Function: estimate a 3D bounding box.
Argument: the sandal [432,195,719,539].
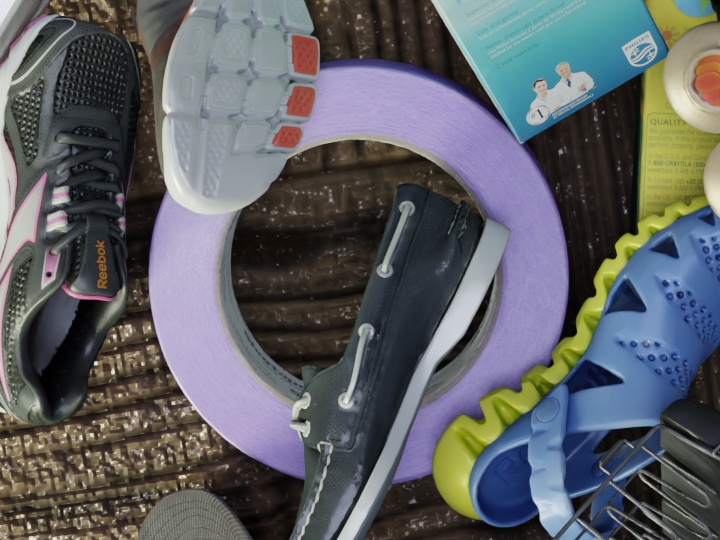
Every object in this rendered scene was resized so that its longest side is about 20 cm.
[{"bbox_3d":[0.126,0.054,1.353,0.079,0.087,0.200,35,97,-38],"label":"sandal"}]

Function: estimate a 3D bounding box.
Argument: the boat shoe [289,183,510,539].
[{"bbox_3d":[0.001,0.057,1.345,0.060,0.076,0.201,26,76,0],"label":"boat shoe"}]

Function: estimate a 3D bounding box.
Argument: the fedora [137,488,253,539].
[{"bbox_3d":[-0.042,0.205,1.412,0.090,0.177,0.201,2,75,-29],"label":"fedora"}]

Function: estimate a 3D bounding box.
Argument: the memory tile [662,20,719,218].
[{"bbox_3d":[0.231,-0.034,1.297,0.153,0.017,0.201,-20,99,18],"label":"memory tile"}]

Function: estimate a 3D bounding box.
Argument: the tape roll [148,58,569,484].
[{"bbox_3d":[0.000,0.000,1.414,0.199,0.066,0.201,0,98,2],"label":"tape roll"}]

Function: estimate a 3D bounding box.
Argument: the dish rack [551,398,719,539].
[{"bbox_3d":[0.104,0.159,1.298,0.054,0.154,0.200,33,64,28],"label":"dish rack"}]

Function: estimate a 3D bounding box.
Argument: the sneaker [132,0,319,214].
[{"bbox_3d":[-0.069,-0.112,1.374,0.077,0.082,0.201,19,63,-28],"label":"sneaker"}]

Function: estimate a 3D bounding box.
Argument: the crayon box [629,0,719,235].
[{"bbox_3d":[0.196,-0.105,1.401,0.126,0.051,0.201,3,98,2],"label":"crayon box"}]

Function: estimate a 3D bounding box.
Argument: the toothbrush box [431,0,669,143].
[{"bbox_3d":[0.045,-0.179,1.304,0.085,0.147,0.200,-31,135,5],"label":"toothbrush box"}]

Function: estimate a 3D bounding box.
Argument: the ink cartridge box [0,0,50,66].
[{"bbox_3d":[-0.234,-0.184,1.390,0.199,0.084,0.146,32,97,-2],"label":"ink cartridge box"}]

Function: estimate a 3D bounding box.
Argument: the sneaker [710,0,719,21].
[{"bbox_3d":[0.142,-0.172,1.319,0.111,0.073,0.201,-5,92,-17],"label":"sneaker"}]

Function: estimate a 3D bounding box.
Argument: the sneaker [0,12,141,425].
[{"bbox_3d":[-0.134,-0.018,1.396,0.080,0.086,0.201,1,106,-31],"label":"sneaker"}]
